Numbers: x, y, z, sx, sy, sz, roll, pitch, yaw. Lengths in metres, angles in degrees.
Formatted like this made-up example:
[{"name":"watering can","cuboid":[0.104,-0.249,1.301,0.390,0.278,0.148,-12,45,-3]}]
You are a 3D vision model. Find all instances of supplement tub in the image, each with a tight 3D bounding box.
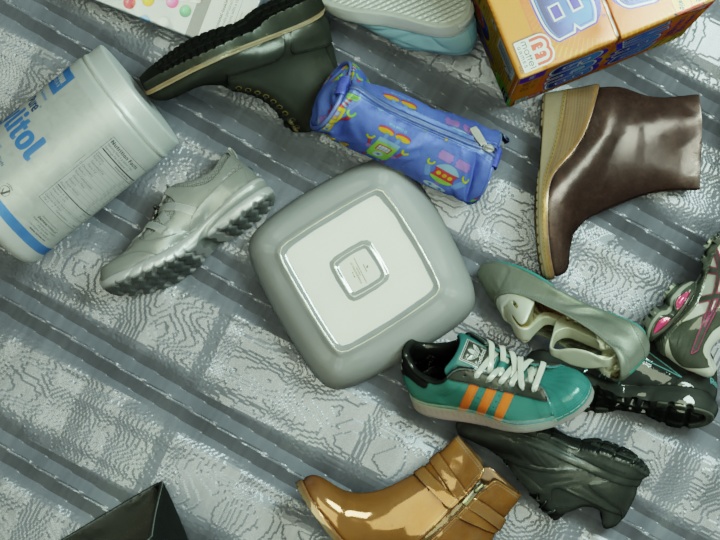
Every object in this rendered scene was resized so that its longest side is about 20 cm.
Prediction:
[{"name":"supplement tub","cuboid":[-0.298,-0.116,1.657,0.200,0.132,0.132,-40,87,1]}]

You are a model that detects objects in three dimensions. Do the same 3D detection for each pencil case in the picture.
[{"name":"pencil case","cuboid":[0.050,-0.137,1.641,0.199,0.087,0.079,24,63,-15]}]

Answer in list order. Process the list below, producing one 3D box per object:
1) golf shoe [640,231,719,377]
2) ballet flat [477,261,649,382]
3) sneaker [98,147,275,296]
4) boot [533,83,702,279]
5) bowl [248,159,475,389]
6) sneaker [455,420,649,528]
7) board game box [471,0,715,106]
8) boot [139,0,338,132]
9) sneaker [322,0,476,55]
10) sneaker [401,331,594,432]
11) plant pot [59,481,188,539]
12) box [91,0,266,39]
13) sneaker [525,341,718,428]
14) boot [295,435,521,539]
[{"name":"golf shoe","cuboid":[0.363,0.009,1.608,0.088,0.077,0.201,40,104,15]},{"name":"ballet flat","cuboid":[0.189,0.050,1.629,0.199,0.068,0.064,25,57,27]},{"name":"sneaker","cuboid":[-0.186,-0.046,1.689,0.199,0.075,0.082,-34,73,-5]},{"name":"boot","cuboid":[0.259,-0.087,1.658,0.165,0.072,0.202,4,85,5]},{"name":"bowl","cuboid":[0.000,0.000,1.669,0.199,0.075,0.201,-30,86,1]},{"name":"sneaker","cuboid":[0.186,0.199,1.659,0.199,0.076,0.091,21,100,7]},{"name":"board game box","cuboid":[0.202,-0.300,1.603,0.198,0.200,0.201,-22,88,1]},{"name":"boot","cuboid":[-0.108,-0.179,1.657,0.199,0.078,0.139,-24,115,-2]},{"name":"sneaker","cuboid":[0.028,-0.260,1.677,0.199,0.082,0.074,24,68,26]},{"name":"sneaker","cuboid":[0.127,0.105,1.613,0.198,0.080,0.072,0,44,29]},{"name":"plant pot","cuboid":[-0.239,0.355,1.619,0.199,0.200,0.178,-31,98,1]},{"name":"box","cuboid":[-0.186,-0.326,1.701,0.199,0.041,0.157,22,90,4]},{"name":"sneaker","cuboid":[0.264,0.103,1.666,0.198,0.076,0.080,12,64,6]},{"name":"boot","cuboid":[0.049,0.227,1.651,0.200,0.077,0.156,38,98,-3]}]
